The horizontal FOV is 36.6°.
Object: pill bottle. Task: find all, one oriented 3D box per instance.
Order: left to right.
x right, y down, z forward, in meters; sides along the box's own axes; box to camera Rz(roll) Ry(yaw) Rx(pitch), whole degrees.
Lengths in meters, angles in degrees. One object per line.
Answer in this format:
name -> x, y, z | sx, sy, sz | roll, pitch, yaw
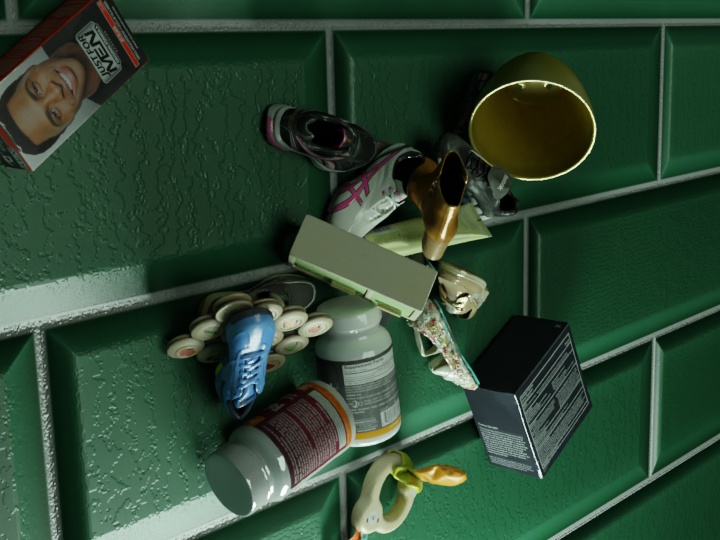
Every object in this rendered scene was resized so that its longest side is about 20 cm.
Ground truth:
pill bottle -> -0.110, 0.244, 1.502 | 0.199, 0.114, 0.115 | -31, 119, -41
pill bottle -> -0.006, 0.145, 1.598 | 0.116, 0.116, 0.202 | -24, 113, -43

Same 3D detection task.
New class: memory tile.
memory tile -> -0.142, 0.086, 1.429 | 0.199, 0.153, 0.017 | 16, 45, -47

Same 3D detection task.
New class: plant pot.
plant pot -> 0.276, -0.267, 1.747 | 0.201, 0.198, 0.143 | 55, 31, -37

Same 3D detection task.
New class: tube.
tube -> 0.096, -0.055, 1.659 | 0.198, 0.052, 0.059 | -15, 91, -16

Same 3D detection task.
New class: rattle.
rattle -> 0.058, 0.384, 1.698 | 0.200, 0.142, 0.131 | -45, 146, -40

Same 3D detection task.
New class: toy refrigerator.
toy refrigerator -> 0.000, 0.000, 1.521 | 0.198, 0.076, 0.070 | 23, 76, -1

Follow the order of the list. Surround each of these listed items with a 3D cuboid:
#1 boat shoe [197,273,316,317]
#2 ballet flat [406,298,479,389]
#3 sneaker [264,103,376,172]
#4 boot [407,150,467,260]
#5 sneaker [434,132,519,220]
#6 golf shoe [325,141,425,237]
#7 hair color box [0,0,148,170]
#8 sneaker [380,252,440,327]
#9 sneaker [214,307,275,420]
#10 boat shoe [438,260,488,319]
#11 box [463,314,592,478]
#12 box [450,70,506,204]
boat shoe -> -0.127, 0.051, 1.484 | 0.200, 0.066, 0.073 | -12, 106, -46
ballet flat -> 0.131, 0.130, 1.794 | 0.064, 0.076, 0.201 | -32, 120, -4
sneaker -> -0.039, -0.179, 1.525 | 0.199, 0.086, 0.081 | 4, 96, -48
boot -> 0.119, -0.130, 1.601 | 0.145, 0.070, 0.203 | 107, -17, -51
sneaker -> 0.193, -0.149, 1.726 | 0.200, 0.090, 0.067 | 48, 62, -40
golf shoe -> 0.019, -0.109, 1.600 | 0.073, 0.092, 0.201 | 49, 63, -41
hair color box -> -0.338, -0.214, 1.211 | 0.200, 0.061, 0.102 | -52, 131, -27
sneaker -> 0.066, 0.012, 1.681 | 0.075, 0.079, 0.201 | 47, 64, -41
sneaker -> -0.143, 0.122, 1.395 | 0.065, 0.201, 0.079 | -5, 57, -21
boat shoe -> 0.162, 0.039, 1.766 | 0.070, 0.073, 0.200 | -62, 157, -5
box -> 0.299, 0.220, 1.939 | 0.200, 0.122, 0.200 | -45, 128, -35
box -> 0.204, -0.212, 1.823 | 0.136, 0.037, 0.201 | 37, 70, -44
